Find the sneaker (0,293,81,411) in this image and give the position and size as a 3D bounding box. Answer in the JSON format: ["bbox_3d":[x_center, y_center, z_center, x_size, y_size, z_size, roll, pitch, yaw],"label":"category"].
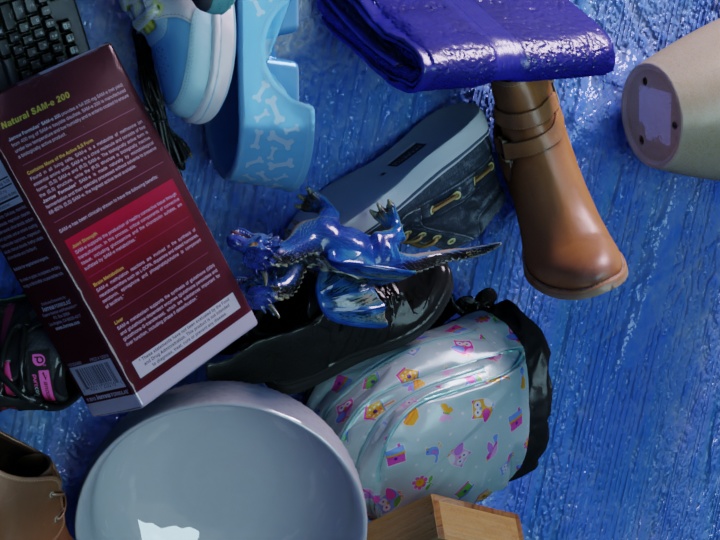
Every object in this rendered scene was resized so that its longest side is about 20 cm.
[{"bbox_3d":[-0.223,0.055,0.803,0.200,0.084,0.077,-24,114,-31],"label":"sneaker"}]

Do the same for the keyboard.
[{"bbox_3d":[-0.177,-0.104,0.842,0.127,0.021,0.201,-27,116,-29],"label":"keyboard"}]

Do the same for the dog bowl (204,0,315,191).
[{"bbox_3d":[-0.072,-0.152,0.857,0.049,0.111,0.201,-4,104,-22],"label":"dog bowl"}]

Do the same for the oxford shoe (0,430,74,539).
[{"bbox_3d":[-0.206,0.154,0.791,0.071,0.071,0.200,-35,131,-1],"label":"oxford shoe"}]

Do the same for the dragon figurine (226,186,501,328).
[{"bbox_3d":[0.000,0.000,0.866,0.199,0.100,0.059,14,128,-17],"label":"dragon figurine"}]

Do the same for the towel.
[{"bbox_3d":[0.077,-0.179,0.947,0.200,0.148,0.050,-11,137,-34],"label":"towel"}]

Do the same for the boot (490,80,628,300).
[{"bbox_3d":[0.148,-0.080,0.989,0.076,0.200,0.156,-13,120,6],"label":"boot"}]

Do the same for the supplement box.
[{"bbox_3d":[-0.158,-0.025,0.780,0.109,0.061,0.200,-36,105,-42],"label":"supplement box"}]

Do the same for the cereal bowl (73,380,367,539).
[{"bbox_3d":[-0.097,0.164,0.901,0.199,0.083,0.201,-2,110,-5],"label":"cereal bowl"}]

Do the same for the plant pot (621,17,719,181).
[{"bbox_3d":[0.342,-0.154,1.136,0.199,0.187,0.188,-11,108,-20],"label":"plant pot"}]

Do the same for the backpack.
[{"bbox_3d":[0.053,0.115,0.998,0.199,0.126,0.167,-13,111,-30],"label":"backpack"}]

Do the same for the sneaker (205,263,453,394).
[{"bbox_3d":[-0.022,0.031,0.928,0.199,0.060,0.104,-30,149,-7],"label":"sneaker"}]

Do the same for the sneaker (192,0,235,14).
[{"bbox_3d":[-0.129,-0.235,0.733,0.091,0.078,0.201,-17,80,-28],"label":"sneaker"}]

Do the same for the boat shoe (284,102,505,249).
[{"bbox_3d":[0.036,-0.042,0.983,0.200,0.071,0.091,-37,120,-25],"label":"boat shoe"}]

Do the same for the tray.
[{"bbox_3d":[0.016,0.223,0.961,0.098,0.200,0.037,21,50,-41],"label":"tray"}]

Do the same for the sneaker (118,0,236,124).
[{"bbox_3d":[-0.153,-0.188,0.791,0.130,0.079,0.201,-4,81,-34],"label":"sneaker"}]
